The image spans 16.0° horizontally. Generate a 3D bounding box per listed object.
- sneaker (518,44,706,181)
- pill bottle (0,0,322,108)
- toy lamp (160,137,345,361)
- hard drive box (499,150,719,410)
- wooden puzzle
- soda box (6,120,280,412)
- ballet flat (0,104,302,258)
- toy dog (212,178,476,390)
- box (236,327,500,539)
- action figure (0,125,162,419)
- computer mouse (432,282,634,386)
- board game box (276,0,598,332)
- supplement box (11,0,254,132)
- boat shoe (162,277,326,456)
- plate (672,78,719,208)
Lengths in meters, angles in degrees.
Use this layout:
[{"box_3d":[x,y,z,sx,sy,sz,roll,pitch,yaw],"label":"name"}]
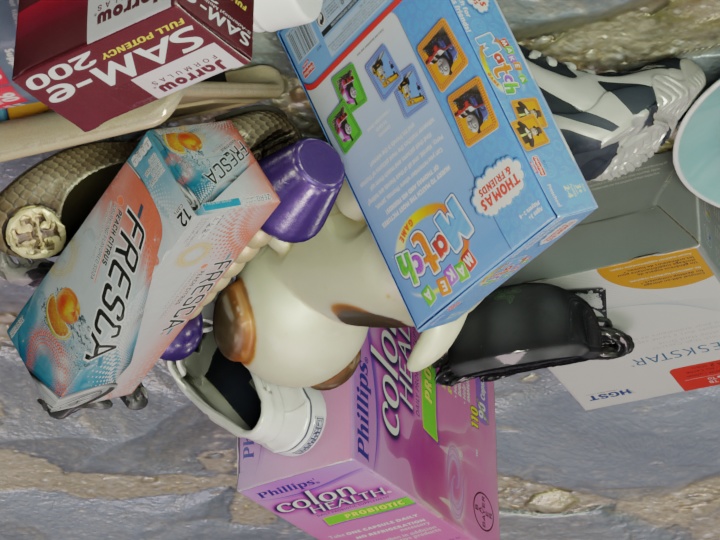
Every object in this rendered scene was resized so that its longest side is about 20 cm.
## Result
[{"box_3d":[0.107,-0.110,1.535,0.199,0.130,0.080,-32,161,-28],"label":"sneaker"},{"box_3d":[-0.127,-0.160,1.380,0.199,0.120,0.120,-9,150,15],"label":"pill bottle"},{"box_3d":[-0.074,-0.015,1.544,0.058,0.058,0.200,16,143,-29],"label":"toy lamp"},{"box_3d":[0.188,0.010,1.747,0.155,0.077,0.200,-13,149,22],"label":"hard drive box"},{"box_3d":[-0.159,-0.094,1.500,0.184,0.037,0.200,-11,-175,18],"label":"wooden puzzle"},{"box_3d":[-0.130,-0.001,1.510,0.068,0.064,0.200,-11,150,-43],"label":"soda box"},{"box_3d":[-0.128,-0.048,1.549,0.199,0.046,0.068,-17,133,-10],"label":"ballet flat"},{"box_3d":[0.000,0.000,1.615,0.139,0.195,0.200,10,145,-44],"label":"toy dog"},{"box_3d":[0.008,0.098,1.796,0.096,0.177,0.200,-18,147,28],"label":"box"},{"box_3d":[-0.174,-0.007,1.648,0.102,0.201,0.119,22,-152,31],"label":"action figure"},{"box_3d":[0.100,0.038,1.638,0.138,0.053,0.200,-9,175,8],"label":"computer mouse"},{"box_3d":[0.039,-0.087,1.444,0.036,0.201,0.151,-14,163,-37],"label":"board game box"},{"box_3d":[-0.108,-0.180,1.259,0.108,0.201,0.061,-20,145,31],"label":"supplement box"},{"box_3d":[-0.100,0.049,1.711,0.065,0.200,0.074,17,106,-49],"label":"boat shoe"},{"box_3d":[0.290,-0.097,1.592,0.199,0.026,0.201,-5,148,-3],"label":"plate"}]
